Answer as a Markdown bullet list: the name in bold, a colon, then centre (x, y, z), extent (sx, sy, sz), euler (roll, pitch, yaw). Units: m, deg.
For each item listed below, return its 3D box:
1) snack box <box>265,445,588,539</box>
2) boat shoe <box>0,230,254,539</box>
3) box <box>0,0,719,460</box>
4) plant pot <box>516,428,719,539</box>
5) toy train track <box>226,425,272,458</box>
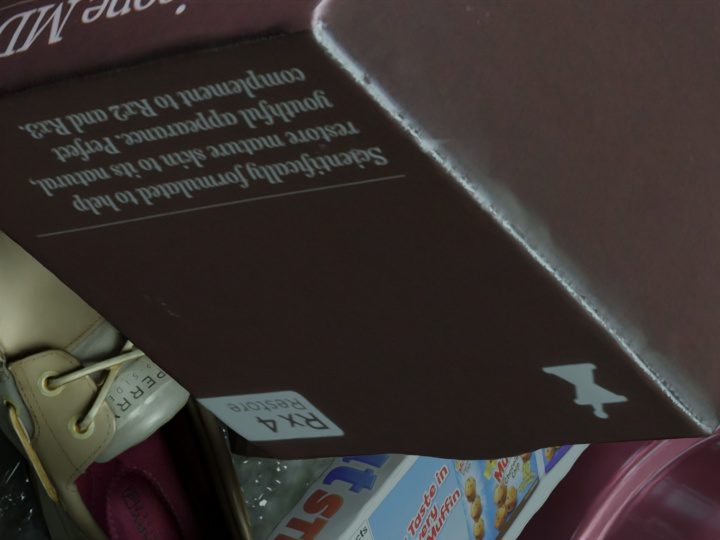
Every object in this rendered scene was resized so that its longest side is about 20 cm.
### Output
- **snack box**: centre (0.017, 0.075, 0.895), extent (0.200, 0.024, 0.072), euler (-48, 138, -37)
- **boat shoe**: centre (-0.081, 0.038, 0.938), extent (0.074, 0.069, 0.200), euler (-42, 126, -24)
- **box**: centre (0.018, -0.077, 0.770), extent (0.164, 0.166, 0.200), euler (44, 56, -32)
- **plant pot**: centre (0.160, 0.154, 1.105), extent (0.200, 0.179, 0.201), euler (-12, 110, -36)
- **toy train track**: centre (-0.026, -0.038, 0.978), extent (0.114, 0.033, 0.201), euler (6, 89, -30)
